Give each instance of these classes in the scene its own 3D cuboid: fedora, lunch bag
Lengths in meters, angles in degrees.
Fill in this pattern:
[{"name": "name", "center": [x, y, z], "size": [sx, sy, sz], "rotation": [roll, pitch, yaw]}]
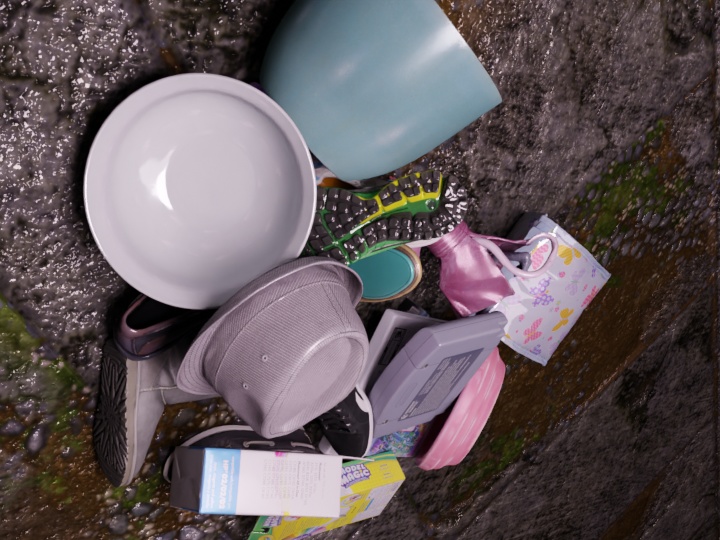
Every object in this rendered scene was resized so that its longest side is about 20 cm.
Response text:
[{"name": "fedora", "center": [-0.064, 0.082, 0.804], "size": [0.176, 0.091, 0.200], "rotation": [7, 131, -52]}, {"name": "lunch bag", "center": [0.230, 0.018, 1.218], "size": [0.170, 0.127, 0.200], "rotation": [-55, 149, 6]}]

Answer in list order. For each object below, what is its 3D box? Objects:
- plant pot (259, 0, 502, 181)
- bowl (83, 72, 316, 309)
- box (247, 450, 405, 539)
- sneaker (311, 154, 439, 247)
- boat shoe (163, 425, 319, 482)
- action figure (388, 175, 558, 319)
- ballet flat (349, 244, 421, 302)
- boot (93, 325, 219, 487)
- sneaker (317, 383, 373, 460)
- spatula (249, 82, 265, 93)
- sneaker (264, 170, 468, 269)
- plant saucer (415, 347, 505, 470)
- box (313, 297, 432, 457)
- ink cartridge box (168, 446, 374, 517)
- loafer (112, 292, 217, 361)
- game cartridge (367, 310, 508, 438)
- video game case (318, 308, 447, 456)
[{"name": "plant pot", "center": [0.005, -0.180, 0.820], "size": [0.161, 0.201, 0.200], "rotation": [-40, 140, 8]}, {"name": "bowl", "center": [-0.138, -0.074, 0.801], "size": [0.199, 0.090, 0.203], "rotation": [-1, 103, -4]}, {"name": "box", "center": [-0.052, 0.301, 1.162], "size": [0.198, 0.049, 0.118], "rotation": [-10, 146, -30]}, {"name": "sneaker", "center": [0.010, -0.062, 0.940], "size": [0.198, 0.081, 0.077], "rotation": [13, 106, -24]}, {"name": "boat shoe", "center": [-0.135, 0.228, 1.064], "size": [0.199, 0.060, 0.074], "rotation": [0, 120, -43]}, {"name": "action figure", "center": [0.100, -0.034, 1.031], "size": [0.200, 0.149, 0.134], "rotation": [44, 58, -15]}, {"name": "ballet flat", "center": [0.000, 0.000, 0.959], "size": [0.063, 0.199, 0.069], "rotation": [-21, 97, -46]}, {"name": "boot", "center": [-0.177, 0.130, 0.961], "size": [0.199, 0.072, 0.183], "rotation": [-10, 123, -46]}, {"name": "sneaker", "center": [-0.045, 0.149, 1.020], "size": [0.112, 0.072, 0.202], "rotation": [-46, 129, -58]}, {"name": "spatula", "center": [-0.137, -0.086, 0.873], "size": [0.056, 0.021, 0.201], "rotation": [26, 102, -44]}, {"name": "sneaker", "center": [0.003, -0.043, 0.856], "size": [0.198, 0.085, 0.079], "rotation": [-9, 90, 4]}, {"name": "plant saucer", "center": [0.140, 0.184, 1.215], "size": [0.202, 0.050, 0.201], "rotation": [-63, 178, -4]}, {"name": "box", "center": [0.039, 0.150, 1.191], "size": [0.200, 0.040, 0.137], "rotation": [-50, 138, -4]}, {"name": "ink cartridge box", "center": [-0.096, 0.232, 0.984], "size": [0.198, 0.115, 0.069], "rotation": [9, 77, -26]}, {"name": "loafer", "center": [-0.153, 0.012, 0.871], "size": [0.200, 0.072, 0.063], "rotation": [-40, 172, -22]}, {"name": "game cartridge", "center": [0.081, 0.126, 1.069], "size": [0.132, 0.042, 0.201], "rotation": [-6, 143, -33]}, {"name": "video game case", "center": [0.053, 0.151, 1.157], "size": [0.181, 0.024, 0.201], "rotation": [13, 107, -47]}]
